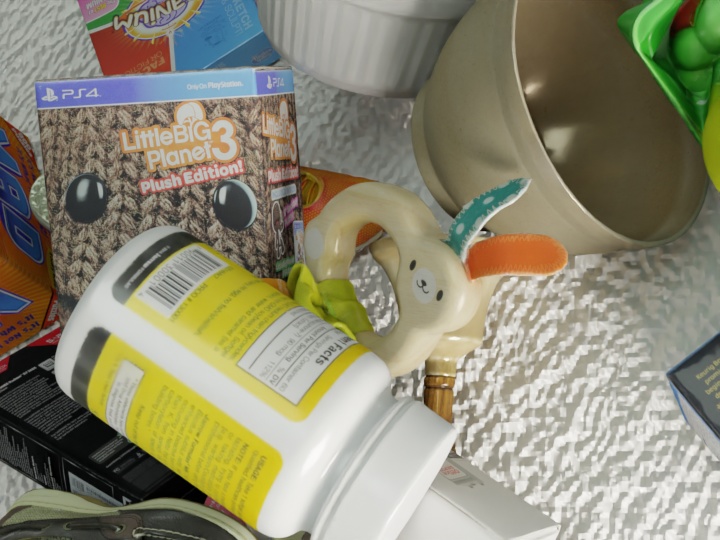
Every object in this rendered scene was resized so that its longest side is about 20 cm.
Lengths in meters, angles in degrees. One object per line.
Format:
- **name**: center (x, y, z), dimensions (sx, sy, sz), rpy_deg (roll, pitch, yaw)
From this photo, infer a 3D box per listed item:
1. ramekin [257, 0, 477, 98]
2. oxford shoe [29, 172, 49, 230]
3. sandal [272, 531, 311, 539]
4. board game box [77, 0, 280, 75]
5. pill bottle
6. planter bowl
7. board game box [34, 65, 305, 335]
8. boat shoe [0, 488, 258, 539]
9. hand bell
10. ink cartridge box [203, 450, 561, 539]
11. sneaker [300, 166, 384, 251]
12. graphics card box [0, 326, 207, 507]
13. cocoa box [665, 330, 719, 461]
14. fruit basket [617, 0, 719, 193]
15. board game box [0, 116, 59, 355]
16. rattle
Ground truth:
- **ramekin**: center (0.014, -0.208, 0.857), dimensions (0.202, 0.094, 0.203), rpy_deg (9, 37, -7)
- **oxford shoe**: center (-0.182, -0.016, 0.931), dimensions (0.200, 0.058, 0.075), rpy_deg (33, 77, 17)
- **sandal**: center (0.003, 0.211, 0.633), dimensions (0.080, 0.057, 0.201), rpy_deg (-50, 62, 19)
- **board game box**: center (-0.168, -0.232, 1.027), dimensions (0.153, 0.040, 0.200), rpy_deg (-31, 59, 9)
- **pill bottle**: center (-0.056, 0.072, 0.629), dimensions (0.200, 0.114, 0.114), rpy_deg (33, 83, 13)
- **planter bowl**: center (0.120, -0.098, 0.767), dimensions (0.135, 0.200, 0.201), rpy_deg (-18, 57, 47)
- **board game box**: center (-0.129, -0.040, 0.819), dimensions (0.159, 0.097, 0.201), rpy_deg (-2, 99, 12)
- **boat shoe**: center (-0.154, 0.184, 0.721), dimensions (0.200, 0.072, 0.066), rpy_deg (2, 26, 27)
- **hand bell**: center (0.053, 0.083, 0.774), dimensions (0.104, 0.104, 0.201), rpy_deg (-2, 79, 23)
- **ink cartridge box**: center (0.002, 0.171, 0.722), dimensions (0.200, 0.083, 0.147), rpy_deg (32, 105, 31)
- **sneaker**: center (-0.070, -0.053, 0.883), dimensions (0.200, 0.077, 0.073), rpy_deg (5, 68, 24)
- **graphics card box**: center (-0.183, 0.111, 0.837), dimensions (0.200, 0.051, 0.125), rpy_deg (20, 35, 30)
- **cocoa box**: center (0.290, 0.058, 0.633), dimensions (0.200, 0.133, 0.131), rpy_deg (-39, 64, 4)
- **fruit basket**: center (0.251, -0.096, 0.659), dimensions (0.155, 0.216, 0.216), rpy_deg (-40, 58, 3)
- **board game box**: center (-0.389, -0.033, 0.942), dimensions (0.200, 0.200, 0.200), rpy_deg (-31, 59, 8)
- **rattle**: center (0.000, 0.000, 0.683), dimensions (0.200, 0.143, 0.131), rpy_deg (-5, 74, 53)
